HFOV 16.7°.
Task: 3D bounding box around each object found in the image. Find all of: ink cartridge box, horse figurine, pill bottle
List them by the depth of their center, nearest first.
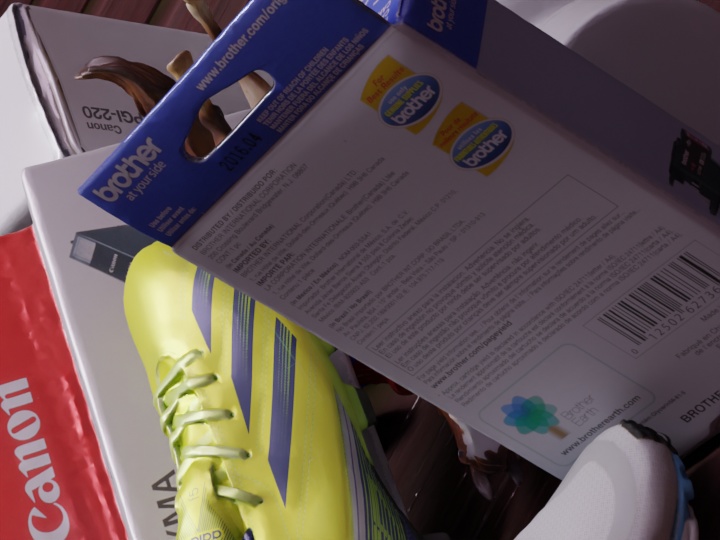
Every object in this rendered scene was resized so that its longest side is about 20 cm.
[{"bbox_3d":[0.034,-0.014,0.704,0.119,0.200,0.042,-42,27,41],"label":"ink cartridge box"},{"bbox_3d":[-0.016,-0.022,0.830,0.050,0.133,0.200,-40,44,-15],"label":"horse figurine"},{"bbox_3d":[0.060,-0.056,0.836,0.111,0.111,0.200,-61,18,-2],"label":"pill bottle"},{"bbox_3d":[-0.091,0.053,0.873,0.045,0.176,0.200,89,162,-60],"label":"ink cartridge box"},{"bbox_3d":[-0.130,-0.016,1.041,0.200,0.146,0.085,-41,59,36],"label":"ink cartridge box"}]

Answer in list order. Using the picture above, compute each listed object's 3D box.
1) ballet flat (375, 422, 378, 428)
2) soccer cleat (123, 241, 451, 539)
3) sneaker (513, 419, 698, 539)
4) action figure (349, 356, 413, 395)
[{"bbox_3d":[-0.079,0.083,1.007,0.200,0.067,0.064,-2,75,34],"label":"ballet flat"},{"bbox_3d":[-0.034,0.071,0.794,0.200,0.084,0.065,56,148,24],"label":"soccer cleat"},{"bbox_3d":[0.023,0.125,0.709,0.200,0.087,0.075,-59,17,-1],"label":"sneaker"},{"bbox_3d":[0.000,0.000,0.963,0.200,0.065,0.099,175,100,-68],"label":"action figure"}]
